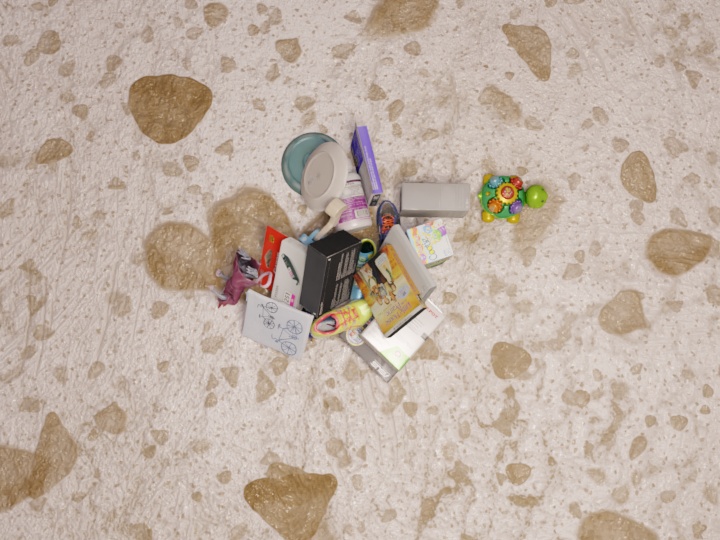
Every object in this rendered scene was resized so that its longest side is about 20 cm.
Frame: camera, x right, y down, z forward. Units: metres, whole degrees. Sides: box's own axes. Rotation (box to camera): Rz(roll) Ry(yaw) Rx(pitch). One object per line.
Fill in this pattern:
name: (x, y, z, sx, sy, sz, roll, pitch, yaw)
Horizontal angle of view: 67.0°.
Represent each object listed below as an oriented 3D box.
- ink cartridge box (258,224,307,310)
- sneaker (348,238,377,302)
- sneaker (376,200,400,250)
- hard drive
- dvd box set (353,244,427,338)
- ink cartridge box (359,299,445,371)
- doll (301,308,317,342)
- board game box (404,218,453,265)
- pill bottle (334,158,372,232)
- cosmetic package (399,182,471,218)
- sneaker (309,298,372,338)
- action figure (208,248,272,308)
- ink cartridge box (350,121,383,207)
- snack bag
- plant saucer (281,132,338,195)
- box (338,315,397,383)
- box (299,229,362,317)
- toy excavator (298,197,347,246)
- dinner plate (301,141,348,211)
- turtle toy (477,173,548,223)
ink cartridge box: (-0.221, -0.002, 1.518, 0.172, 0.043, 0.202, 28, 121, 20)
sneaker: (0.000, 0.000, 1.547, 0.078, 0.131, 0.203, 8, 85, 2)
sneaker: (0.085, -0.106, 1.584, 0.074, 0.078, 0.203, -4, 84, -1)
hard drive: (0.118, -0.003, 1.442, 0.026, 0.132, 0.201, -14, 62, -30)
dvd box set: (0.074, 0.055, 1.434, 0.146, 0.029, 0.201, -42, 64, 32)
ink cartridge box: (0.115, 0.155, 1.508, 0.145, 0.084, 0.200, 43, 79, 4)
doll: (-0.147, 0.098, 1.578, 0.135, 0.048, 0.202, -26, 84, -4)
board game box: (0.182, -0.063, 1.518, 0.102, 0.200, 0.106, -18, 84, -1)
pill bottle: (-0.042, -0.214, 1.572, 0.111, 0.112, 0.202, -15, 89, -1)
cosmetic package: (0.212, -0.202, 1.581, 0.197, 0.107, 0.091, 4, 84, -1)
sneaker: (-0.048, 0.136, 1.507, 0.198, 0.090, 0.079, -26, 83, -6)
action figure: (-0.349, 0.039, 1.554, 0.148, 0.135, 0.201, 25, 123, -14)
ink cartridge box: (0.018, -0.299, 1.544, 0.043, 0.200, 0.201, -14, 84, -6)
snack bag: (-0.239, 0.154, 1.526, 0.198, 0.021, 0.190, 21, 129, 5)
plant saucer: (-0.141, -0.322, 1.635, 0.197, 0.027, 0.203, 0, 84, 0)
box: (0.059, 0.196, 1.569, 0.200, 0.044, 0.160, 44, 85, 4)
box: (-0.083, 0.008, 1.481, 0.078, 0.141, 0.202, 32, 128, 26)
toy excavator: (-0.109, -0.093, 1.530, 0.100, 0.195, 0.200, 38, 79, 15)
dinner plate: (-0.110, -0.268, 1.539, 0.024, 0.199, 0.203, 11, 75, -43)
turtle toy: (0.439, -0.215, 1.582, 0.197, 0.101, 0.148, 2, 84, 1)
